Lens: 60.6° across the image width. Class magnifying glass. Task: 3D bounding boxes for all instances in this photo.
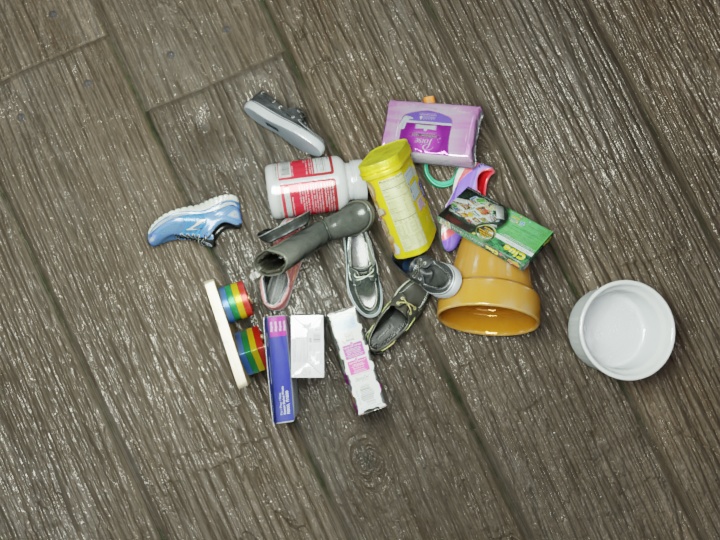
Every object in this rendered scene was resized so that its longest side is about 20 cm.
[{"bbox_3d":[0.166,-0.277,1.332,0.079,0.022,0.201,-10,85,-4],"label":"magnifying glass"}]

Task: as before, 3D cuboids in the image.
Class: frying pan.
[{"bbox_3d":[-0.170,-0.073,1.201,0.115,0.189,0.031,-35,100,-50],"label":"frying pan"}]

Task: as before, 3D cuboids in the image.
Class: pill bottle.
[{"bbox_3d":[-0.089,-0.173,1.262,0.199,0.112,0.113,-8,86,-4],"label":"pill bottle"}]

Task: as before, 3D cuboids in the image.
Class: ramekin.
[{"bbox_3d":[0.534,0.123,1.283,0.199,0.098,0.202,0,86,-4],"label":"ramekin"}]

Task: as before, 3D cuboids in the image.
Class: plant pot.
[{"bbox_3d":[0.261,0.015,1.239,0.199,0.200,0.184,9,70,-3],"label":"plant pot"}]

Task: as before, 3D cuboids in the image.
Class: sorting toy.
[{"bbox_3d":[-0.227,0.114,1.186,0.069,0.199,0.201,-18,86,-9],"label":"sorting toy"}]

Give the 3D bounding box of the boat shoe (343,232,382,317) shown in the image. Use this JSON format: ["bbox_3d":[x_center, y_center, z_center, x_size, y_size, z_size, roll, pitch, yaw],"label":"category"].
[{"bbox_3d":[0.000,0.000,1.273,0.072,0.071,0.201,-15,86,-5],"label":"boat shoe"}]

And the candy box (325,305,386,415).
[{"bbox_3d":[-0.011,0.175,1.225,0.061,0.136,0.201,-18,87,-6],"label":"candy box"}]

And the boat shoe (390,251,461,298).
[{"bbox_3d":[0.121,-0.003,1.217,0.066,0.200,0.070,21,100,-30],"label":"boat shoe"}]

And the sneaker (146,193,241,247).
[{"bbox_3d":[-0.336,-0.086,1.257,0.199,0.079,0.090,-20,84,-5],"label":"sneaker"}]

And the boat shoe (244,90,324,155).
[{"bbox_3d":[-0.147,-0.311,1.278,0.199,0.070,0.066,32,78,18],"label":"boat shoe"}]

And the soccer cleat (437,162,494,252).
[{"bbox_3d":[0.220,-0.133,1.290,0.073,0.068,0.201,12,79,40],"label":"soccer cleat"}]

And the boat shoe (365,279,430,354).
[{"bbox_3d":[0.083,0.091,1.276,0.072,0.061,0.201,39,84,0],"label":"boat shoe"}]

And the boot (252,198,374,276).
[{"bbox_3d":[-0.088,-0.063,1.177,0.200,0.181,0.073,-26,90,-50],"label":"boot"}]

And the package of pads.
[{"bbox_3d":[0.149,-0.282,1.280,0.199,0.076,0.121,8,84,15],"label":"package of pads"}]

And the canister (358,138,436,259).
[{"bbox_3d":[0.079,-0.141,1.225,0.086,0.149,0.201,-13,112,23],"label":"canister"}]

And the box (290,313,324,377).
[{"bbox_3d":[-0.098,0.142,1.191,0.060,0.200,0.117,-1,87,-2],"label":"box"}]

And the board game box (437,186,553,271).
[{"bbox_3d":[0.259,-0.085,1.196,0.200,0.024,0.105,34,61,27],"label":"board game box"}]

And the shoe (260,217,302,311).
[{"bbox_3d":[-0.155,-0.017,1.254,0.071,0.091,0.201,13,84,-2],"label":"shoe"}]

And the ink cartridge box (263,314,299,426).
[{"bbox_3d":[-0.149,0.185,1.184,0.043,0.200,0.198,-6,86,-4],"label":"ink cartridge box"}]
